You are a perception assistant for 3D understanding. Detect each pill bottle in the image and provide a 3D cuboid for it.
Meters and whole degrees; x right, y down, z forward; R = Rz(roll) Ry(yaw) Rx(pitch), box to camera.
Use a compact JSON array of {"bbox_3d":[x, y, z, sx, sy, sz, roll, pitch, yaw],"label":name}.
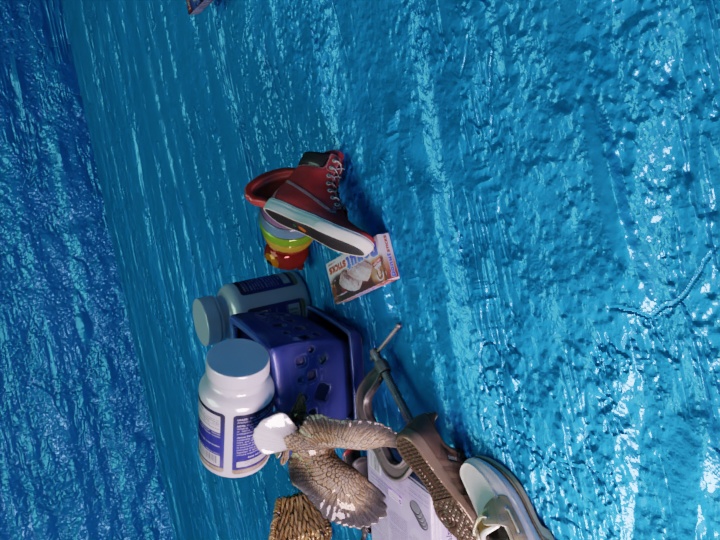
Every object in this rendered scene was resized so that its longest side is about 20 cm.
[{"bbox_3d":[-0.191,0.211,1.219,0.116,0.116,0.200,47,139,45],"label":"pill bottle"},{"bbox_3d":[-0.206,0.076,1.489,0.120,0.200,0.120,33,128,54],"label":"pill bottle"}]

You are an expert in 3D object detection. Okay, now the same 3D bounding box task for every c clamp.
[{"bbox_3d":[0.046,0.209,1.198,0.171,0.027,0.200,-51,50,38],"label":"c clamp"}]

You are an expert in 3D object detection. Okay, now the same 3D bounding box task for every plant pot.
[{"bbox_3d":[-0.102,0.174,1.354,0.200,0.180,0.200,23,120,57],"label":"plant pot"}]

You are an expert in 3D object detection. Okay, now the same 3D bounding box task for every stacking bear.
[{"bbox_3d":[-0.128,-0.074,1.384,0.121,0.114,0.200,35,148,17],"label":"stacking bear"}]

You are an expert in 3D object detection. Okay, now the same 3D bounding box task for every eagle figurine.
[{"bbox_3d":[-0.042,0.263,1.166,0.200,0.151,0.152,28,151,38],"label":"eagle figurine"}]

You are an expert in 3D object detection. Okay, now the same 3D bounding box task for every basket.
[{"bbox_3d":[-0.162,0.568,1.661,0.143,0.149,0.200,52,144,40],"label":"basket"}]

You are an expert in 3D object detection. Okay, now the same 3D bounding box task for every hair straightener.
[{"bbox_3d":[0.007,0.414,1.394,0.077,0.041,0.200,26,123,57],"label":"hair straightener"}]

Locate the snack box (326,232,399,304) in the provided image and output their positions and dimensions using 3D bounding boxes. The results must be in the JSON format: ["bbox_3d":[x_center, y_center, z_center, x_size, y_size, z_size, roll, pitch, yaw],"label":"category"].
[{"bbox_3d":[0.000,0.000,1.258,0.200,0.024,0.072,-27,74,62],"label":"snack box"}]

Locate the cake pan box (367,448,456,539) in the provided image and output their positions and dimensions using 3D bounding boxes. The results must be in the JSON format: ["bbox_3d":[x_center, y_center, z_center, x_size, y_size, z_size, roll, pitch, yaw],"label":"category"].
[{"bbox_3d":[0.076,0.382,1.242,0.200,0.052,0.184,20,115,59],"label":"cake pan box"}]

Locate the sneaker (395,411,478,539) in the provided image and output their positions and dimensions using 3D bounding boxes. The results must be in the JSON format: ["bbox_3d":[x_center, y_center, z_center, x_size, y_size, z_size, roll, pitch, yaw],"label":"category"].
[{"bbox_3d":[0.129,0.287,1.096,0.070,0.076,0.200,-19,105,52],"label":"sneaker"}]

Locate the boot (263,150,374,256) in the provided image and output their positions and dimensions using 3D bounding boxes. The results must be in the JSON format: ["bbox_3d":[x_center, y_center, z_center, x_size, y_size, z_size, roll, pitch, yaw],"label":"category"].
[{"bbox_3d":[-0.037,-0.112,1.216,0.200,0.144,0.072,27,165,29],"label":"boot"}]

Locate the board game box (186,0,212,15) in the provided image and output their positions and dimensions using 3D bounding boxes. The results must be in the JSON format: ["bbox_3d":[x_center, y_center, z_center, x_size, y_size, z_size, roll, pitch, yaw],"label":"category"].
[{"bbox_3d":[-0.319,-0.624,1.576,0.200,0.062,0.200,3,103,63],"label":"board game box"}]

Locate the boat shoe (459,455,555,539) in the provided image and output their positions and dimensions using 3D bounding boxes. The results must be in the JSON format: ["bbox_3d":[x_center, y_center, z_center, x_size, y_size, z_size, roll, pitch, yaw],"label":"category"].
[{"bbox_3d":[0.179,0.318,0.999,0.200,0.068,0.075,51,142,42],"label":"boat shoe"}]
